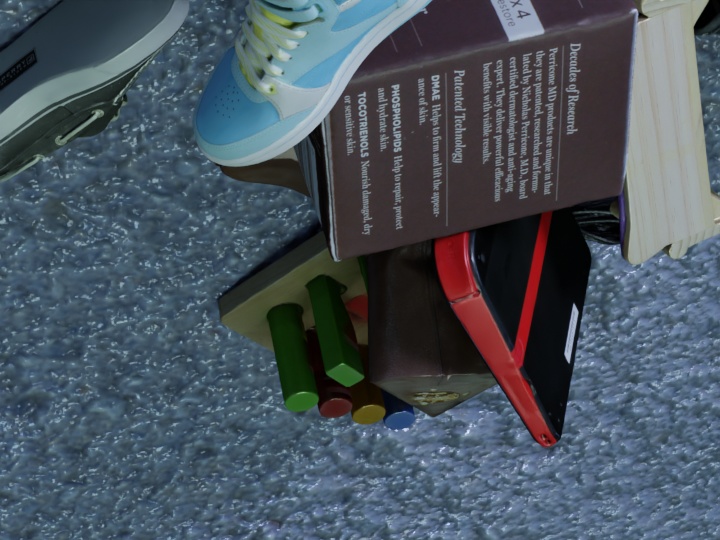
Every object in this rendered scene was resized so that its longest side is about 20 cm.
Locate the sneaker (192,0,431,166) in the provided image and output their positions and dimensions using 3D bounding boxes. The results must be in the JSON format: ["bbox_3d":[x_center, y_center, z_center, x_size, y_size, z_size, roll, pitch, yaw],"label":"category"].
[{"bbox_3d":[-0.048,-0.141,1.236,0.200,0.080,0.130,-47,155,19],"label":"sneaker"}]

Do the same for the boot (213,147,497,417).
[{"bbox_3d":[0.000,0.000,1.512,0.185,0.201,0.064,-4,165,-7],"label":"boot"}]

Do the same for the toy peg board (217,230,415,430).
[{"bbox_3d":[0.037,0.050,1.655,0.200,0.098,0.199,-32,139,25],"label":"toy peg board"}]

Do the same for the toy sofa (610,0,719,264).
[{"bbox_3d":[0.191,-0.110,1.517,0.097,0.083,0.201,-23,123,-16],"label":"toy sofa"}]

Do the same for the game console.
[{"bbox_3d":[0.105,-0.006,1.530,0.031,0.200,0.177,-11,128,24],"label":"game console"}]

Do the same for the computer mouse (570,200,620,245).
[{"bbox_3d":[0.184,-0.083,1.626,0.140,0.046,0.200,4,134,-25],"label":"computer mouse"}]

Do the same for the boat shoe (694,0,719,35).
[{"bbox_3d":[0.248,-0.226,1.471,0.062,0.075,0.200,-19,147,-20],"label":"boat shoe"}]

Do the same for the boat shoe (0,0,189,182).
[{"bbox_3d":[-0.181,-0.120,1.417,0.199,0.071,0.064,-28,140,22],"label":"boat shoe"}]

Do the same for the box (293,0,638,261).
[{"bbox_3d":[0.051,-0.136,1.416,0.199,0.166,0.165,-14,140,-8],"label":"box"}]
